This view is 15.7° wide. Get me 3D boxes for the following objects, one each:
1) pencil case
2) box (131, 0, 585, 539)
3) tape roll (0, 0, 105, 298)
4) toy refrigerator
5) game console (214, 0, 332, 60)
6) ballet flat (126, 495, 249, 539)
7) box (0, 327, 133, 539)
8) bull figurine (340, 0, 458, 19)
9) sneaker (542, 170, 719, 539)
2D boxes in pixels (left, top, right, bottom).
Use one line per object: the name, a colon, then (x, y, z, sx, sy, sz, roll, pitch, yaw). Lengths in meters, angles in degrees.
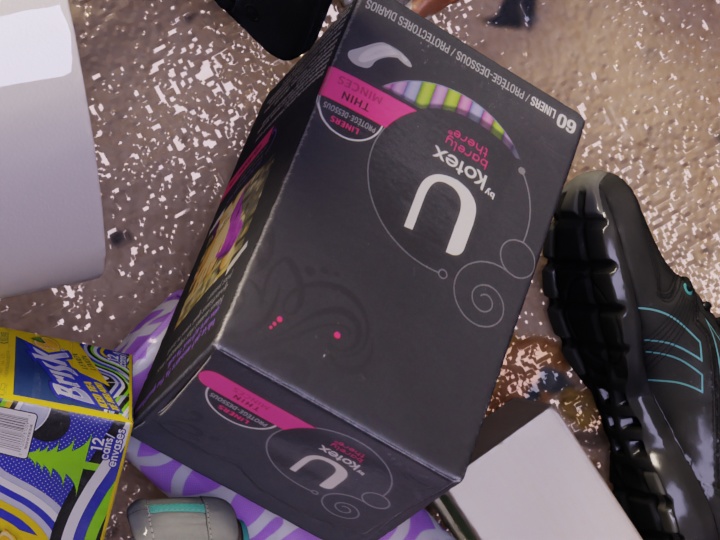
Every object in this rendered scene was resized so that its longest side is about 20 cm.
pencil case: (-0.041, 0.100, 1.184, 0.200, 0.084, 0.085, 46, 120, -7)
box: (0.000, 0.000, 1.132, 0.122, 0.106, 0.200, 29, 57, -13)
tape roll: (-0.161, -0.088, 1.098, 0.071, 0.202, 0.203, -12, 92, -10)
toy refrigerator: (0.107, 0.161, 1.211, 0.070, 0.076, 0.200, -35, 97, -9)
game console: (-0.105, -0.178, 1.085, 0.200, 0.171, 0.118, 45, 56, 14)
ballet flat: (-0.100, 0.186, 1.153, 0.064, 0.067, 0.200, 6, 114, -19)
box: (-0.150, 0.130, 1.128, 0.064, 0.070, 0.200, 12, 112, -11)
bull figurine: (-0.011, -0.200, 1.195, 0.200, 0.065, 0.121, 39, 86, -7)
sneaker: (0.144, 0.044, 1.229, 0.079, 0.075, 0.200, -21, 102, -21)
